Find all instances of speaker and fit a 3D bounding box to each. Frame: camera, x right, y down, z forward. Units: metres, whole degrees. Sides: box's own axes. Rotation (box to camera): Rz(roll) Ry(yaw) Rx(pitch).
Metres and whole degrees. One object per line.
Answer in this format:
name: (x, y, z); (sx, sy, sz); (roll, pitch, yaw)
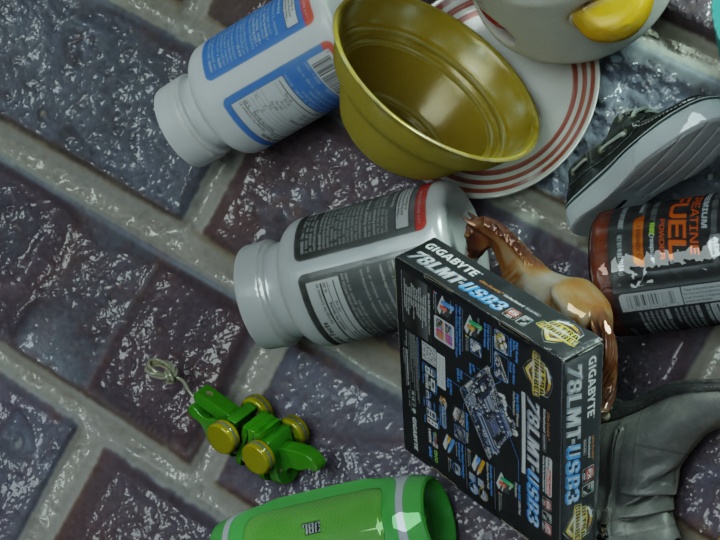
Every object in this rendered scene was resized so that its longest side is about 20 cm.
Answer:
speaker: (-0.024, 0.229, 1.713); (0.200, 0.088, 0.088); (-15, 73, 21)

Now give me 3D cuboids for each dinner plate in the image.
dinner plate: (0.115, -0.158, 1.769); (0.200, 0.024, 0.200); (-5, 77, 23)

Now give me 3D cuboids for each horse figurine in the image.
horse figurine: (0.151, 0.042, 1.618); (0.200, 0.050, 0.133); (33, 127, 50)

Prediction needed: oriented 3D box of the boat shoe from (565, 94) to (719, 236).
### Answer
boat shoe: (0.223, -0.099, 1.640); (0.200, 0.072, 0.071); (-39, 56, 48)

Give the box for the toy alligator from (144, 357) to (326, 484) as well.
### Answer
toy alligator: (-0.112, 0.141, 1.793); (0.200, 0.059, 0.054); (27, 131, 27)

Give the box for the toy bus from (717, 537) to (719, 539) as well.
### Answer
toy bus: (0.386, 0.243, 1.510); (0.192, 0.136, 0.200); (-35, 67, -4)

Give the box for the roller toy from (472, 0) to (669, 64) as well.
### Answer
roller toy: (0.167, -0.276, 1.689); (0.182, 0.140, 0.200); (6, 70, 19)

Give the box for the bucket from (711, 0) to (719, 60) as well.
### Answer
bucket: (0.370, -0.178, 1.569); (0.207, 0.135, 0.207); (-8, 62, 16)

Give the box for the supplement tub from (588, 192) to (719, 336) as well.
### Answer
supplement tub: (0.289, -0.010, 1.611); (0.200, 0.107, 0.107); (-9, 75, 22)

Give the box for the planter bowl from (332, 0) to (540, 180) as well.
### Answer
planter bowl: (0.045, -0.137, 1.702); (0.200, 0.200, 0.083); (56, 129, 24)

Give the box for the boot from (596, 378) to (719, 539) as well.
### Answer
boot: (0.246, 0.160, 1.620); (0.200, 0.070, 0.132); (-14, 74, 34)

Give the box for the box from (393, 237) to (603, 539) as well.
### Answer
box: (0.108, 0.101, 1.609); (0.198, 0.050, 0.200); (31, 136, 42)

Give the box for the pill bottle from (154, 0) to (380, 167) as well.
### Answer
pill bottle: (-0.083, -0.174, 1.810); (0.200, 0.112, 0.112); (-27, 69, 23)

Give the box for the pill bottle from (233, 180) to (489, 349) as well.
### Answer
pill bottle: (0.000, 0.000, 1.735); (0.200, 0.116, 0.116); (-14, 73, 21)
